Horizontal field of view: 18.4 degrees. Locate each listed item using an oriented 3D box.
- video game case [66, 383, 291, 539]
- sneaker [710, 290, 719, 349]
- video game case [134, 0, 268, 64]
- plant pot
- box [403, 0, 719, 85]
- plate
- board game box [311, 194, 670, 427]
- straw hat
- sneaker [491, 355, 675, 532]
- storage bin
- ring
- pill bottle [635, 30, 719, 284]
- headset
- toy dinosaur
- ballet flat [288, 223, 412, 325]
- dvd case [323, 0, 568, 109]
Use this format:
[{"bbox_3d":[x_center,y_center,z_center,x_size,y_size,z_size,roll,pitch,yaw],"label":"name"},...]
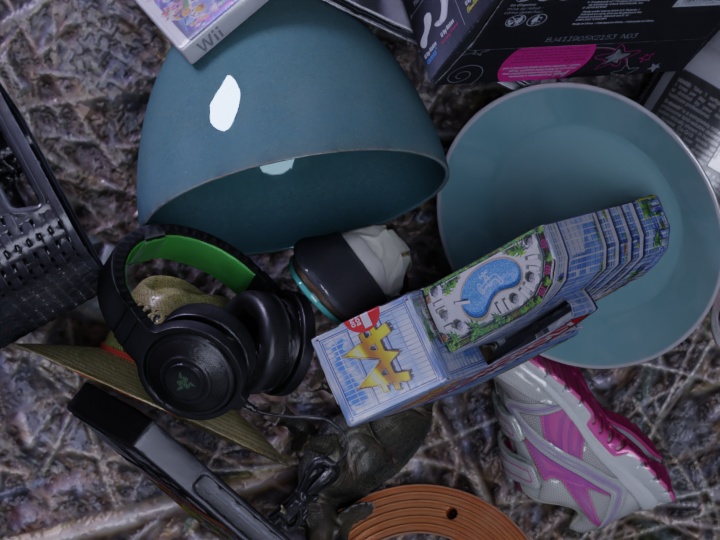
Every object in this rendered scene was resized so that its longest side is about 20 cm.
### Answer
[{"bbox_3d":[-0.099,0.149,1.448,0.181,0.200,0.026,43,80,-17],"label":"video game case"},{"bbox_3d":[0.311,0.028,1.535,0.200,0.075,0.100,-30,121,-43],"label":"sneaker"},{"bbox_3d":[-0.059,-0.227,1.405,0.200,0.143,0.018,-40,130,-1],"label":"video game case"},{"bbox_3d":[-0.055,-0.103,1.423,0.199,0.200,0.135,-10,75,-9],"label":"plant pot"},{"bbox_3d":[0.137,-0.202,1.394,0.199,0.132,0.115,-6,65,-29],"label":"box"},{"bbox_3d":[0.145,-0.031,1.449,0.199,0.026,0.201,11,117,23],"label":"plate"},{"bbox_3d":[0.073,0.032,1.376,0.200,0.200,0.062,-30,82,35],"label":"board game box"},{"bbox_3d":[-0.118,0.050,1.434,0.200,0.201,0.085,25,84,-16],"label":"straw hat"},{"bbox_3d":[0.128,0.112,1.545,0.088,0.081,0.200,-40,105,14],"label":"sneaker"},{"bbox_3d":[-0.230,-0.036,1.367,0.094,0.200,0.136,-29,83,-4],"label":"storage bin"},{"bbox_3d":[0.040,0.248,1.540,0.199,0.019,0.201,-3,77,15],"label":"ring"},{"bbox_3d":[0.234,-0.082,1.510,0.116,0.116,0.200,31,95,-16],"label":"pill bottle"},{"bbox_3d":[-0.083,0.060,1.348,0.200,0.123,0.094,48,126,21],"label":"headset"},{"bbox_3d":[0.001,0.115,1.537,0.200,0.077,0.102,-52,123,-15],"label":"toy dinosaur"},{"bbox_3d":[0.000,0.000,1.443,0.073,0.200,0.073,-1,84,7],"label":"ballet flat"},{"bbox_3d":[0.053,-0.202,1.447,0.199,0.016,0.149,24,52,-16],"label":"dvd case"}]
